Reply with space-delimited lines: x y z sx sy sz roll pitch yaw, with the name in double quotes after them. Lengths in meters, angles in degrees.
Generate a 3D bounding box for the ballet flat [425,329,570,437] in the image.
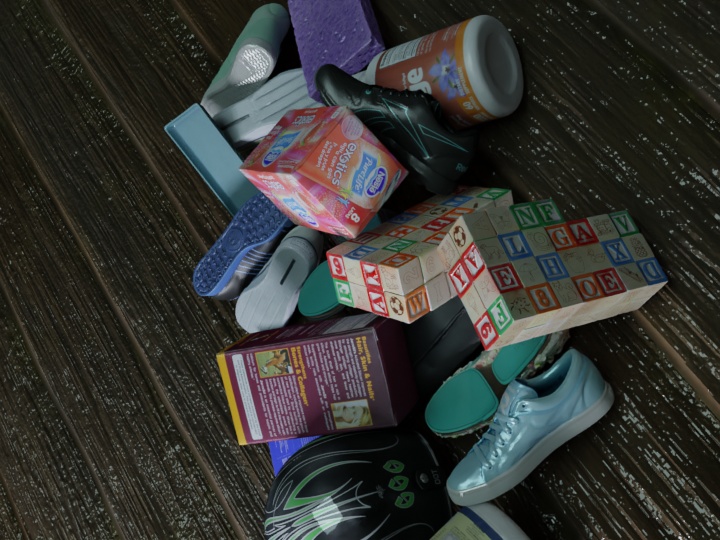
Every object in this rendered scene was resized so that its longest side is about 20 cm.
0.153 0.115 1.104 0.200 0.063 0.076 -45 59 29 "ballet flat"

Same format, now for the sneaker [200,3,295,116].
-0.151 -0.277 1.409 0.200 0.073 0.119 -43 22 49 "sneaker"

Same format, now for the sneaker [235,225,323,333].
-0.097 0.015 1.320 0.073 0.071 0.200 40 136 -2 "sneaker"

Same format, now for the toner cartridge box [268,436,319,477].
-0.074 0.186 1.295 0.094 0.043 0.203 -25 70 34 "toner cartridge box"

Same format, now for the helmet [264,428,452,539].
-0.011 0.269 1.131 0.200 0.188 0.203 167 90 -73 "helmet"

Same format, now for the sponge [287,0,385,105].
-0.035 -0.311 1.292 0.111 0.030 0.202 -39 45 28 "sponge"

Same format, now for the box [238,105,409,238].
-0.045 -0.109 1.120 0.095 0.103 0.200 -50 22 -9 "box"

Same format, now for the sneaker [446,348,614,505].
0.157 0.152 1.041 0.199 0.082 0.074 -37 16 -5 "sneaker"

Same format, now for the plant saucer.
-0.172 -0.127 1.353 0.069 0.019 0.201 -27 109 33 "plant saucer"

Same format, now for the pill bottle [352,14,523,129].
0.077 -0.208 1.173 0.198 0.111 0.114 -12 77 38 "pill bottle"

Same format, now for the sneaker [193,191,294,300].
-0.134 -0.034 1.350 0.200 0.077 0.071 -42 61 23 "sneaker"

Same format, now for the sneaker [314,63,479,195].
0.040 -0.169 1.112 0.199 0.075 0.080 37 115 3 "sneaker"

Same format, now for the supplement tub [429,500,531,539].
0.096 0.346 1.025 0.200 0.146 0.145 -42 55 -11 "supplement tub"

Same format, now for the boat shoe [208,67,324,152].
-0.110 -0.210 1.355 0.198 0.062 0.073 -19 82 18 "boat shoe"

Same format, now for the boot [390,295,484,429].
0.049 0.065 1.174 0.165 0.066 0.200 43 118 4 "boot"

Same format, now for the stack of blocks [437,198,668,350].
0.188 -0.006 1.000 0.116 0.198 0.059 65 148 23 "stack of blocks"

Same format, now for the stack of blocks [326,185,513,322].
0.078 -0.024 1.083 0.114 0.199 0.059 13 124 49 "stack of blocks"

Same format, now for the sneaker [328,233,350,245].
-0.042 -0.099 1.287 0.080 0.075 0.201 -20 53 -8 "sneaker"

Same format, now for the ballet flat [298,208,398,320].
0.000 0.000 1.210 0.200 0.072 0.074 -47 57 41 "ballet flat"

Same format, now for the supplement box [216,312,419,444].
-0.047 0.119 1.147 0.197 0.086 0.112 -10 99 23 "supplement box"
